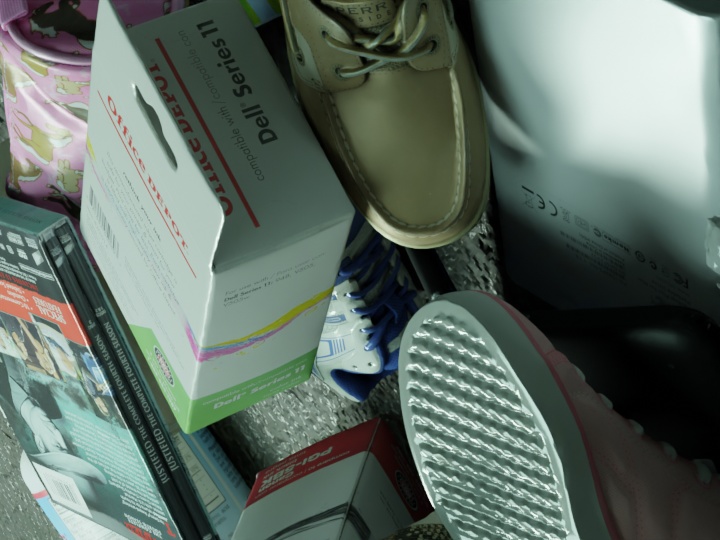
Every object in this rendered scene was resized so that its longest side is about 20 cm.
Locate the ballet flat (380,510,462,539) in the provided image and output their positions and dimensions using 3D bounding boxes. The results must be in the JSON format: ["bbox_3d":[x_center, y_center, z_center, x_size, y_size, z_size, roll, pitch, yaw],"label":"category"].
[{"bbox_3d":[0.069,0.129,1.010,0.200,0.075,0.068,21,151,-25],"label":"ballet flat"}]

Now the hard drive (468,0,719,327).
[{"bbox_3d":[0.100,-0.048,0.975,0.132,0.026,0.200,32,147,37],"label":"hard drive"}]

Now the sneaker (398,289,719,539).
[{"bbox_3d":[0.095,0.086,0.962,0.075,0.105,0.200,-27,93,47],"label":"sneaker"}]

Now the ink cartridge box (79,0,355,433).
[{"bbox_3d":[-0.061,-0.030,1.033,0.117,0.067,0.200,61,161,20],"label":"ink cartridge box"}]

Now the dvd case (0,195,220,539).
[{"bbox_3d":[-0.147,0.048,1.218,0.146,0.022,0.200,15,134,51],"label":"dvd case"}]

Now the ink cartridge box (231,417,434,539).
[{"bbox_3d":[-0.003,0.186,1.244,0.147,0.083,0.200,61,-163,-14],"label":"ink cartridge box"}]

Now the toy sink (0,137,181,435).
[{"bbox_3d":[-0.129,0.024,1.329,0.200,0.130,0.112,39,151,24],"label":"toy sink"}]

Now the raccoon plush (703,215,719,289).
[{"bbox_3d":[0.154,0.093,0.915,0.200,0.134,0.097,47,153,-2],"label":"raccoon plush"}]

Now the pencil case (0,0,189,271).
[{"bbox_3d":[-0.122,-0.074,1.134,0.086,0.083,0.200,37,156,15],"label":"pencil case"}]

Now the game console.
[{"bbox_3d":[0.102,0.050,1.059,0.176,0.116,0.200,-3,138,28],"label":"game console"}]

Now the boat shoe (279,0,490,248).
[{"bbox_3d":[-0.001,-0.101,0.970,0.065,0.071,0.200,-76,-33,-81],"label":"boat shoe"}]

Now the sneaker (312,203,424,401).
[{"bbox_3d":[0.000,0.000,1.164,0.088,0.075,0.200,41,162,7],"label":"sneaker"}]

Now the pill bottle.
[{"bbox_3d":[-0.132,0.130,1.487,0.200,0.109,0.109,56,154,-4],"label":"pill bottle"}]

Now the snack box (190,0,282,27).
[{"bbox_3d":[-0.079,-0.170,1.090,0.142,0.053,0.200,55,155,-10],"label":"snack box"}]
